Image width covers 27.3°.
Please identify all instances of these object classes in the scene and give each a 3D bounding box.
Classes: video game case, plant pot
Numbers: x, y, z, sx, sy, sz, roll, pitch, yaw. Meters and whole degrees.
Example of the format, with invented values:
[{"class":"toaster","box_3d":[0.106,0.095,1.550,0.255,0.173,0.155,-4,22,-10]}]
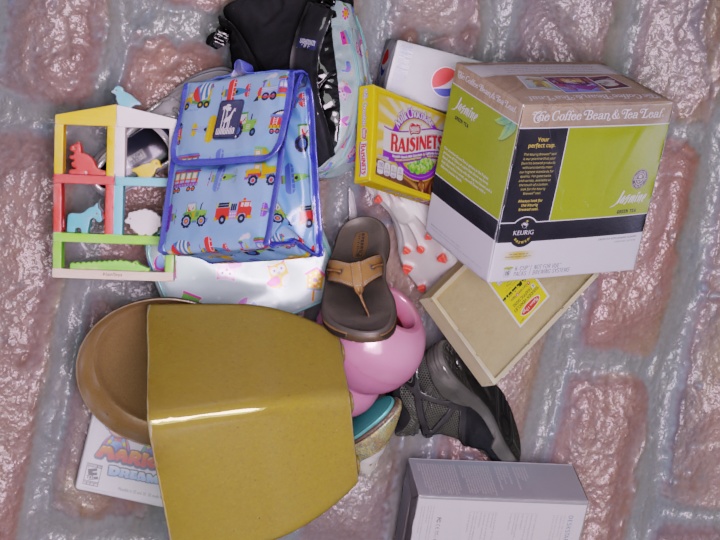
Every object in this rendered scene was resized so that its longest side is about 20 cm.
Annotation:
[{"class":"video game case","box_3d":[-0.202,0.176,1.664,0.198,0.024,0.184,14,95,-11]},{"class":"plant pot","box_3d":[-0.205,0.106,1.594,0.198,0.028,0.202,-1,124,-1]},{"class":"plant pot","box_3d":[-0.106,0.152,1.506,0.198,0.196,0.196,-8,124,-4]}]

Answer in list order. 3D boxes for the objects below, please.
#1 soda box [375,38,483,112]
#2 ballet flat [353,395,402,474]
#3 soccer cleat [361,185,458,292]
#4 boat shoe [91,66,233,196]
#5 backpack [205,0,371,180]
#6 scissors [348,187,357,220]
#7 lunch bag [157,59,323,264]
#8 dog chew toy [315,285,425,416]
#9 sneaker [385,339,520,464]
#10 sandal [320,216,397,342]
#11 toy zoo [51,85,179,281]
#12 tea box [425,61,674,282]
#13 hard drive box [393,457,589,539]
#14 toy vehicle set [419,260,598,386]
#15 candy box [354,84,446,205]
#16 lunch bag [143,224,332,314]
[{"class":"soda box","box_3d":[0.120,-0.202,1.645,0.198,0.068,0.064,13,97,-11]},{"class":"ballet flat","box_3d":[-0.022,0.211,1.663,0.199,0.071,0.071,-33,103,17]},{"class":"soccer cleat","box_3d":[0.062,-0.062,1.659,0.069,0.078,0.201,-15,119,29]},{"class":"boat shoe","box_3d":[-0.205,-0.145,1.597,0.200,0.065,0.074,-42,102,-2]},{"class":"backpack","box_3d":[-0.057,-0.196,1.569,0.166,0.126,0.202,-13,87,35]},{"class":"scissors","box_3d":[-0.006,0.011,1.680,0.073,0.014,0.202,-21,102,-5]},{"class":"lunch bag","box_3d":[-0.117,-0.114,1.510,0.094,0.149,0.202,12,77,-53]},{"class":"dog chew toy","box_3d":[-0.019,0.104,1.627,0.124,0.125,0.200,35,121,-13]},{"class":"sneaker","box_3d":[0.101,0.164,1.696,0.114,0.077,0.199,-24,131,27]},{"class":"sandal","box_3d":[0.000,0.000,1.551,0.081,0.201,0.055,-2,131,8]},{"class":"toy zoo","box_3d":[-0.256,-0.091,1.555,0.130,0.020,0.202,1,95,-2]},{"class":"tea box","box_3d":[0.197,-0.108,1.563,0.198,0.134,0.199,-4,118,-30]},{"class":"hard drive box","box_3d":[0.144,0.302,1.694,0.198,0.077,0.157,4,116,-10]},{"class":"toy vehicle set","box_3d":[0.170,0.018,1.666,0.200,0.026,0.125,-42,104,-27]},{"class":"candy box","box_3d":[0.062,-0.126,1.594,0.199,0.026,0.103,13,75,-52]},{"class":"lunch bag","box_3d":[-0.129,-0.016,1.623,0.198,0.077,0.162,-24,100,-6]}]
